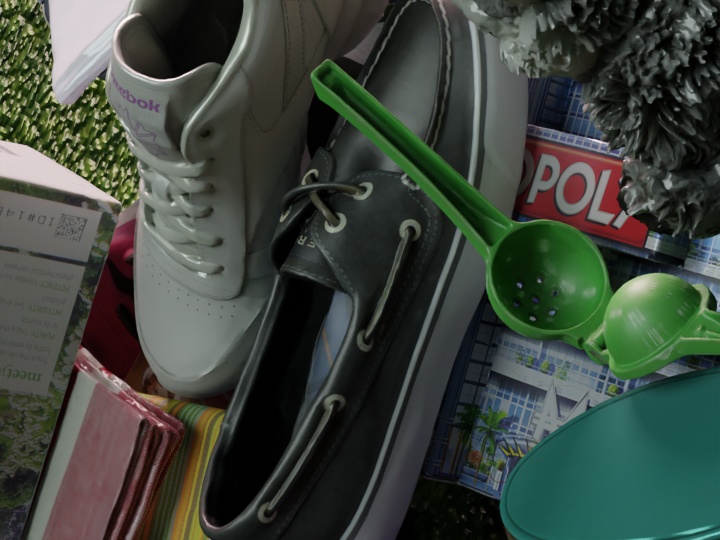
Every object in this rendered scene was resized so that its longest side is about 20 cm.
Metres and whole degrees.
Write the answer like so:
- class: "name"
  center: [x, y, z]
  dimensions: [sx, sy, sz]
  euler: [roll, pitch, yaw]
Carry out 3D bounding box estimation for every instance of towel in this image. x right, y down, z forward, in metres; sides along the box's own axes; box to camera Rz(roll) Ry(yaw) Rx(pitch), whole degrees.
- class: "towel"
  center: [-0.139, 0.084, 0.941]
  dimensions: [0.200, 0.023, 0.144]
  euler: [33, 105, 52]
- class: "towel"
  center: [-0.093, 0.083, 0.916]
  dimensions: [0.200, 0.018, 0.086]
  euler: [9, 84, 51]

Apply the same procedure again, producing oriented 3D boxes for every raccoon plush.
- class: "raccoon plush"
  center: [0.115, -0.092, 0.689]
  dimensions: [0.200, 0.134, 0.097]
  euler: [-19, 51, 21]

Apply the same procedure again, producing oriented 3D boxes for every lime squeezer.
- class: "lime squeezer"
  center: [0.071, -0.002, 0.731]
  dimensions: [0.200, 0.038, 0.071]
  euler: [28, 137, 36]

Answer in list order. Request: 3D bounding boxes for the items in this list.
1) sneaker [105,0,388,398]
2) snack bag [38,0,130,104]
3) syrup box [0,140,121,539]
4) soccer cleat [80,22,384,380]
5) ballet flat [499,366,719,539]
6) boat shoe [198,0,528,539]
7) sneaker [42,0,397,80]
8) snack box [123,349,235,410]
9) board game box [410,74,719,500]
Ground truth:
- class: "sneaker"
  center: [-0.055, -0.045, 0.840]
  dimensions: [0.075, 0.100, 0.200]
  euler: [30, 121, 30]
- class: "snack bag"
  center: [-0.065, -0.171, 0.961]
  dimensions: [0.189, 0.021, 0.200]
  euler: [-40, 35, 23]
- class: "syrup box"
  center: [-0.160, 0.053, 0.894]
  dimensions: [0.081, 0.079, 0.200]
  euler: [29, 103, 52]
- class: "soccer cleat"
  center: [-0.043, -0.018, 0.959]
  dimensions: [0.070, 0.086, 0.200]
  euler: [48, 119, -3]
- class: "ballet flat"
  center: [0.133, 0.050, 0.709]
  dimensions: [0.200, 0.071, 0.069]
  euler: [-29, 42, 32]
- class: "boat shoe"
  center: [0.000, 0.000, 0.809]
  dimensions: [0.069, 0.057, 0.200]
  euler: [15, 90, 53]
- class: "sneaker"
  center: [-0.045, -0.113, 0.976]
  dimensions: [0.146, 0.077, 0.202]
  euler: [-51, 33, 13]
- class: "snack box"
  center: [-0.034, 0.113, 0.881]
  dimensions: [0.200, 0.024, 0.072]
  euler: [52, 122, 36]
- class: "board game box"
  center: [0.067, -0.025, 0.829]
  dimensions: [0.200, 0.062, 0.200]
  euler: [18, 93, 53]
